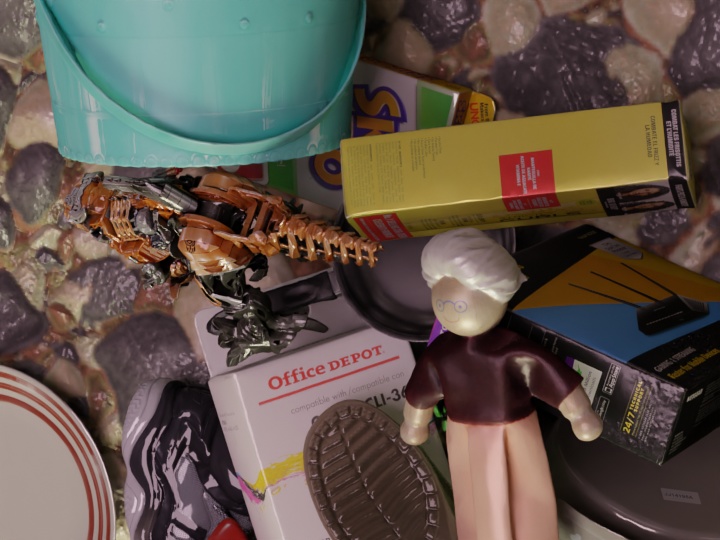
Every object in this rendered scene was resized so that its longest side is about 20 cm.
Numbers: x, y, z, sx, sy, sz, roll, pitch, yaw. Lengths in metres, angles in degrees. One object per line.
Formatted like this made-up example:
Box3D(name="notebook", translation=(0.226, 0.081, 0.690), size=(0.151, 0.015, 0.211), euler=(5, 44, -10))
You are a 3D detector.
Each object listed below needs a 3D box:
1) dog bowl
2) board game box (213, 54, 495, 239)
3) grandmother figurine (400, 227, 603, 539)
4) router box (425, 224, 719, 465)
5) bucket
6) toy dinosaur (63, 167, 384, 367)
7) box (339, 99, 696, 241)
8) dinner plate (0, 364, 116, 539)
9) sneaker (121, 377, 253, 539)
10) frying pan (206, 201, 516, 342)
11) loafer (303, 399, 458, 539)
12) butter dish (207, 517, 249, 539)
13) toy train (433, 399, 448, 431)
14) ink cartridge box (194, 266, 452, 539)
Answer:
Box3D(name="dog bowl", translation=(0.173, 0.125, 1.562), size=(0.199, 0.200, 0.059), euler=(26, 124, 20))
Box3D(name="board game box", translation=(-0.017, -0.089, 1.711), size=(0.199, 0.030, 0.096), euler=(19, 106, 20))
Box3D(name="grandmother figurine", translation=(0.070, 0.075, 1.454), size=(0.120, 0.061, 0.201), euler=(-5, 104, 22))
Box3D(name="router box", translation=(0.145, 0.038, 1.552), size=(0.148, 0.200, 0.051), euler=(24, 110, 21))
Box3D(name="bucket", translation=(-0.094, -0.140, 1.622), size=(0.206, 0.207, 0.136), euler=(3, 103, 26))
Box3D(name="toy dinosaur", translation=(-0.079, -0.013, 1.598), size=(0.200, 0.136, 0.102), euler=(32, 82, 40))
Box3D(name="box", translation=(0.092, -0.056, 1.600), size=(0.198, 0.075, 0.051), euler=(-5, 78, 9))
Box3D(name="dinner plate", translation=(-0.247, 0.159, 1.866), size=(0.199, 0.024, 0.202), euler=(5, 101, 27))
Box3D(name="sneaker", translation=(-0.087, 0.168, 1.758), size=(0.113, 0.075, 0.202), euler=(-1, 98, 26))
Box3D(name="frying pan", translation=(0.012, 0.012, 1.658), size=(0.190, 0.031, 0.115), euler=(-43, 74, 7))
Box3D(name="loafer", translation=(0.036, 0.166, 1.630), size=(0.075, 0.068, 0.201), euler=(-35, 80, 1))
Box3D(name="butter dish", translation=(-0.121, 0.285, 1.697), size=(0.147, 0.200, 0.200), euler=(-8, 121, 27))
Box3D(name="toy train", translation=(0.069, 0.080, 1.602), size=(0.041, 0.200, 0.057), euler=(-14, 91, 8))
Box3D(name="ink cartridge box", translation=(-0.017, 0.103, 1.686), size=(0.116, 0.067, 0.201), euler=(-18, 90, -17))
